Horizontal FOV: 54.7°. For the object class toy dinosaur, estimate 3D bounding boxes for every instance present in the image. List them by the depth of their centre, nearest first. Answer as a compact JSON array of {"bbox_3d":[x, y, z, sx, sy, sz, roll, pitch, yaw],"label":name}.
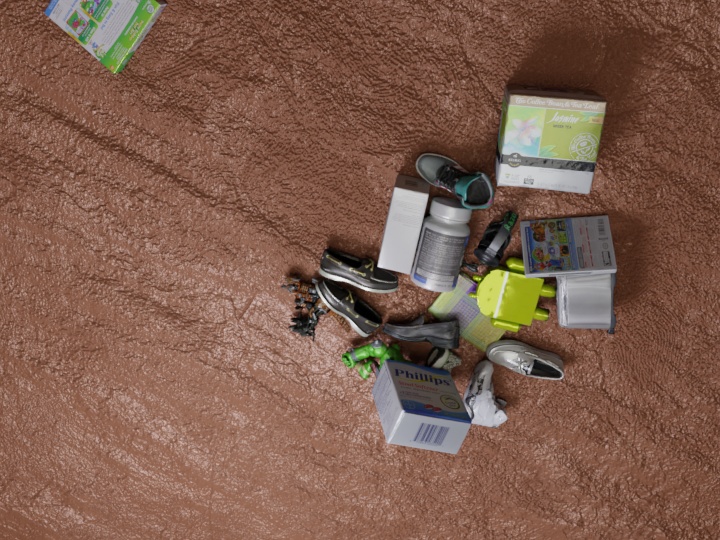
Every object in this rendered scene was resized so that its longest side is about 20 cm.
[{"bbox_3d":[-0.116,0.097,1.751,0.199,0.102,0.136,36,97,15],"label":"toy dinosaur"}]

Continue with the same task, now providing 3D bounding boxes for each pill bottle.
[{"bbox_3d":[0.191,-0.062,1.619,0.113,0.114,0.202,13,109,2],"label":"pill bottle"}]

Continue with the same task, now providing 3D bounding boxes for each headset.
[{"bbox_3d":[0.294,-0.063,1.614,0.094,0.124,0.201,32,139,5],"label":"headset"}]

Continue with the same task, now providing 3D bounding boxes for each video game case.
[{"bbox_3d":[0.470,-0.055,1.585,0.198,0.144,0.018,-3,152,9],"label":"video game case"}]

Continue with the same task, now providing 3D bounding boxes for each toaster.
[{"bbox_3d":[0.528,0.058,1.632,0.128,0.114,0.202,-3,113,13],"label":"toaster"}]

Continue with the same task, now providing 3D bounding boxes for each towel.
[{"bbox_3d":[0.283,0.106,1.734,0.199,0.023,0.144,34,114,-6],"label":"towel"}]

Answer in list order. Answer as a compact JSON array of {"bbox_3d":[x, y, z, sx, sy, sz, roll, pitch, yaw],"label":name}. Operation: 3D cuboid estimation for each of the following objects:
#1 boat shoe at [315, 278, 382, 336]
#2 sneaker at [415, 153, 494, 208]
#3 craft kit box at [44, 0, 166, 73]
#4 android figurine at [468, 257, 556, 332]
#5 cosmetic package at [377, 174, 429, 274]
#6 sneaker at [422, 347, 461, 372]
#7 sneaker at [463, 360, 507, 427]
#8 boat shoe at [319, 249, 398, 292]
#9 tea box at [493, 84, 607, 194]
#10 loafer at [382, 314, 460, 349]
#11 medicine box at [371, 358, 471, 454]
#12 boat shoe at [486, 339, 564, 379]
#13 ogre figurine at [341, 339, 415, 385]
[{"bbox_3d":[-0.027,0.083,1.733,0.060,0.072,0.201,-34,118,27],"label":"boat shoe"},{"bbox_3d":[0.217,-0.197,1.549,0.199,0.121,0.084,27,96,-6],"label":"sneaker"},{"bbox_3d":[-0.565,-0.581,1.543,0.197,0.049,0.200,42,112,-8],"label":"craft kit box"},{"bbox_3d":[0.361,0.059,1.670,0.198,0.041,0.184,11,109,3],"label":"android figurine"},{"bbox_3d":[0.100,-0.108,1.620,0.084,0.108,0.202,11,116,2],"label":"cosmetic package"},{"bbox_3d":[0.192,0.283,1.799,0.088,0.077,0.201,26,116,-13],"label":"sneaker"},{"bbox_3d":[0.333,0.323,1.794,0.114,0.075,0.201,16,119,0],"label":"sneaker"},{"bbox_3d":[0.000,0.000,1.693,0.199,0.072,0.061,14,119,2],"label":"boat shoe"},{"bbox_3d":[0.399,-0.284,1.489,0.198,0.134,0.199,5,113,6],"label":"tea box"},{"bbox_3d":[0.153,0.145,1.745,0.198,0.073,0.073,8,93,13],"label":"loafer"},{"bbox_3d":[0.141,0.322,1.659,0.181,0.200,0.104,13,116,-18],"label":"medicine box"},{"bbox_3d":[0.413,0.231,1.737,0.198,0.066,0.072,17,117,-6],"label":"boat shoe"},{"bbox_3d":[0.063,0.247,1.785,0.200,0.098,0.120,47,123,0],"label":"ogre figurine"}]
